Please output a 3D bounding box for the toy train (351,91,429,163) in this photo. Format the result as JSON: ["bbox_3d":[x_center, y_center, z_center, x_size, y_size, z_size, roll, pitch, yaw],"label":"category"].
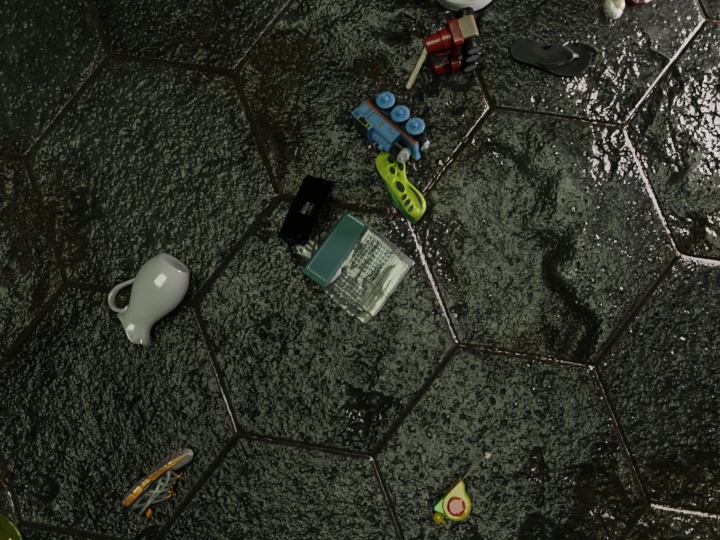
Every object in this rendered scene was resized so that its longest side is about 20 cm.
[{"bbox_3d":[0.073,-0.336,1.746,0.114,0.087,0.200,-41,68,-7],"label":"toy train"}]

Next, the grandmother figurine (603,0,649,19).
[{"bbox_3d":[0.660,-0.693,1.781,0.121,0.061,0.201,39,85,17],"label":"grandmother figurine"}]

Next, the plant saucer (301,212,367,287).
[{"bbox_3d":[-0.057,-0.053,1.709,0.069,0.019,0.201,34,60,2],"label":"plant saucer"}]

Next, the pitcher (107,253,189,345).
[{"bbox_3d":[-0.511,0.048,1.749,0.171,0.121,0.201,39,99,21],"label":"pitcher"}]

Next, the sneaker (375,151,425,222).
[{"bbox_3d":[0.087,-0.198,1.754,0.073,0.084,0.202,-17,65,-18],"label":"sneaker"}]

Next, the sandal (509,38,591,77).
[{"bbox_3d":[0.463,-0.519,1.781,0.197,0.043,0.077,9,85,4],"label":"sandal"}]

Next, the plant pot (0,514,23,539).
[{"bbox_3d":[-0.907,0.675,1.665,0.197,0.193,0.204,0,85,3],"label":"plant pot"}]

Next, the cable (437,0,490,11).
[{"bbox_3d":[0.257,-0.740,1.798,0.199,0.069,0.201,36,88,6],"label":"cable"}]

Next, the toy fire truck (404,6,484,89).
[{"bbox_3d":[0.184,-0.503,1.726,0.197,0.176,0.131,-17,85,1],"label":"toy fire truck"}]

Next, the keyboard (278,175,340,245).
[{"bbox_3d":[-0.117,-0.135,1.752,0.102,0.040,0.202,16,59,10],"label":"keyboard"}]

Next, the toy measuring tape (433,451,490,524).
[{"bbox_3d":[0.246,0.512,1.688,0.074,0.074,0.200,44,89,6],"label":"toy measuring tape"}]

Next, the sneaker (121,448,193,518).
[{"bbox_3d":[-0.465,0.499,1.725,0.199,0.078,0.077,-41,98,2],"label":"sneaker"}]

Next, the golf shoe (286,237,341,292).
[{"bbox_3d":[-0.116,-0.044,1.746,0.093,0.078,0.201,-24,65,-16],"label":"golf shoe"}]

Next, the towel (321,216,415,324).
[{"bbox_3d":[0.000,0.000,1.761,0.192,0.035,0.201,39,88,5],"label":"towel"}]
